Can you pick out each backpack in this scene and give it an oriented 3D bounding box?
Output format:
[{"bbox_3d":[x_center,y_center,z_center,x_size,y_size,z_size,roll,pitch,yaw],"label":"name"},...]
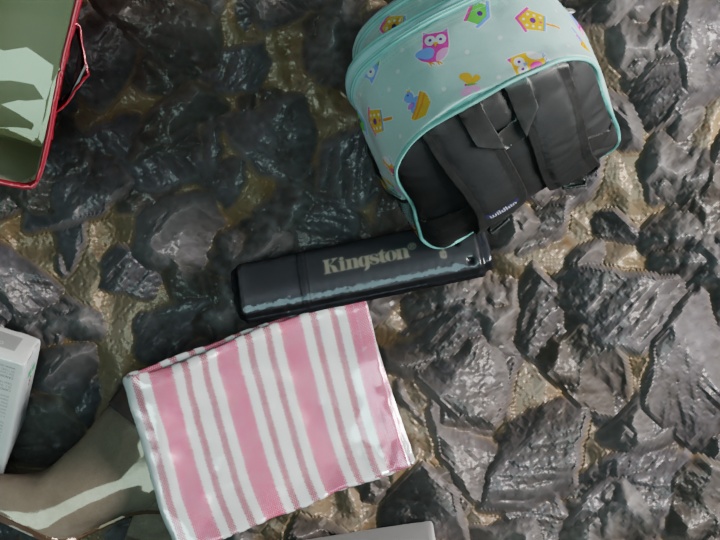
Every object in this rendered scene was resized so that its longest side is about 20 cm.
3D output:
[{"bbox_3d":[0.080,-0.123,1.080,0.176,0.200,0.153,-26,75,6],"label":"backpack"}]

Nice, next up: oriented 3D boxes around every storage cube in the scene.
[{"bbox_3d":[-0.285,-0.171,1.080,0.200,0.180,0.171,13,103,-11],"label":"storage cube"}]

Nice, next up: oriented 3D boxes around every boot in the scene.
[{"bbox_3d":[-0.195,0.145,1.194,0.200,0.070,0.146,24,94,-13],"label":"boot"}]

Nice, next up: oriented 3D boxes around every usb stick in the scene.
[{"bbox_3d":[0.000,0.000,1.177,0.200,0.056,0.033,-11,136,3],"label":"usb stick"}]

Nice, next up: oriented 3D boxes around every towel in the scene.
[{"bbox_3d":[-0.068,0.115,1.176,0.200,0.030,0.147,-19,98,-17],"label":"towel"}]

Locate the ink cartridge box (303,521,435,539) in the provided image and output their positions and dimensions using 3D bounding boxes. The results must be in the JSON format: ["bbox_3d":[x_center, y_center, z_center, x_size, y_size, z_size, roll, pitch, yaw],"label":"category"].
[{"bbox_3d":[-0.002,0.292,1.147,0.146,0.200,0.147,-10,98,2],"label":"ink cartridge box"}]

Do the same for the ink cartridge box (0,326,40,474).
[{"bbox_3d":[-0.350,0.121,1.222,0.161,0.050,0.200,18,117,-1],"label":"ink cartridge box"}]
